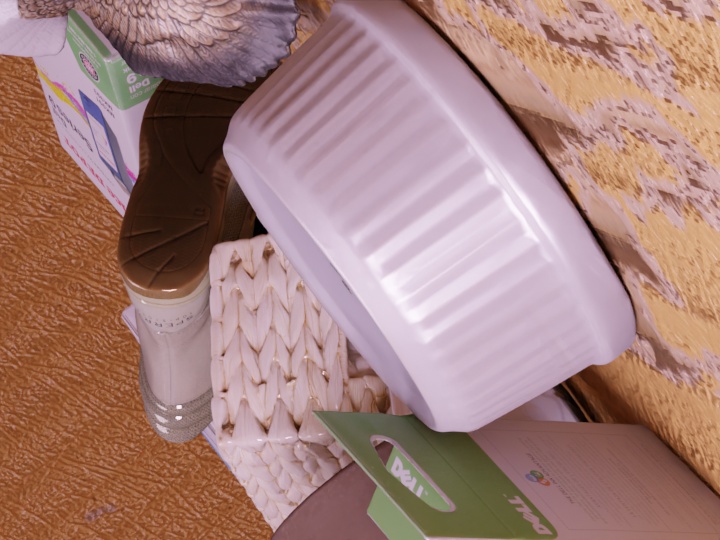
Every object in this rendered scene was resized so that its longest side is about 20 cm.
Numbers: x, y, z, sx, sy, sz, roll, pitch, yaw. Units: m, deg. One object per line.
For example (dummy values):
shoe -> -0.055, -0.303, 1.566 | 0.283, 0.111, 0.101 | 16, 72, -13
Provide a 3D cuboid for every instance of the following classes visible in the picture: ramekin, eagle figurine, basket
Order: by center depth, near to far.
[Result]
ramekin -> 0.023, -0.019, 1.226 | 0.202, 0.094, 0.202 | 52, 174, 7
eagle figurine -> -0.131, -0.166, 1.434 | 0.200, 0.152, 0.151 | -128, 24, -61
basket -> -0.006, 0.063, 1.554 | 0.200, 0.123, 0.136 | 68, -162, -65

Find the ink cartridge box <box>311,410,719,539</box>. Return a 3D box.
ink cartridge box -> 0.073, 0.117, 1.264 | 0.200, 0.059, 0.104 | 6, -152, -37

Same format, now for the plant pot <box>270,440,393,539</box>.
plant pot -> 0.045, 0.175, 1.387 | 0.175, 0.200, 0.200 | 53, 174, 13

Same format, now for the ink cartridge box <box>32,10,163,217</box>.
ink cartridge box -> -0.140, -0.122, 1.763 | 0.145, 0.087, 0.200 | 48, 163, 35

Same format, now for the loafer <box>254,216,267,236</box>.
loafer -> -0.053, 0.013, 1.752 | 0.200, 0.073, 0.071 | 24, 134, -8

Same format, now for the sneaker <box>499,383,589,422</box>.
sneaker -> 0.119, 0.152, 1.485 | 0.200, 0.080, 0.070 | 56, -176, -8

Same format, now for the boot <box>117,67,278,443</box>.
boot -> -0.090, -0.018, 1.621 | 0.155, 0.072, 0.200 | 87, -167, -49

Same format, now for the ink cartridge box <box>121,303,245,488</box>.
ink cartridge box -> -0.082, 0.070, 2.285 | 0.146, 0.147, 0.200 | 52, 174, 16

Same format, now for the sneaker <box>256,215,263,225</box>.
sneaker -> 0.000, 0.000, 1.666 | 0.200, 0.075, 0.088 | 55, 162, -12
